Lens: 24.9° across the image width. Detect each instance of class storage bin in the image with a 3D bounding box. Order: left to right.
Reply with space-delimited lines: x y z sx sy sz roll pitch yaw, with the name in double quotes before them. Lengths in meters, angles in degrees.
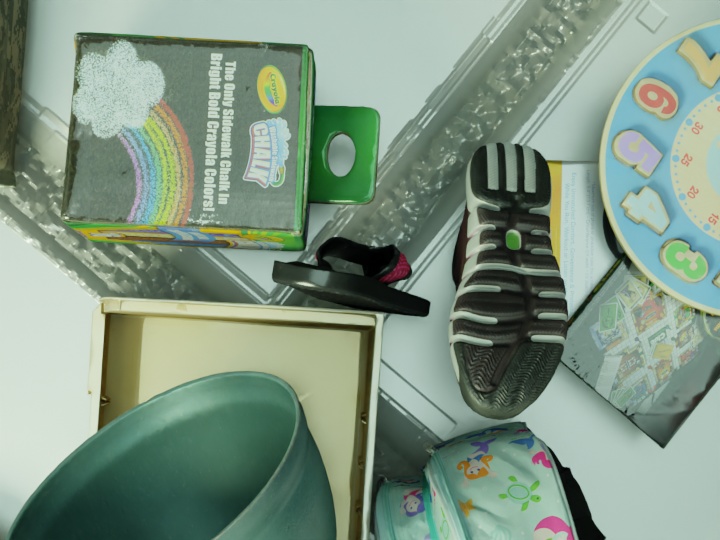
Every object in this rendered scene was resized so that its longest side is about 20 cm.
"storage bin" -0.089 0.124 1.098 0.196 0.094 0.202 4 87 -1

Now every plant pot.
"plant pot" -0.093 0.175 0.968 0.199 0.200 0.135 -31 114 -2

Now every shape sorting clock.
"shape sorting clock" 0.258 -0.069 1.082 0.198 0.039 0.202 0 87 -3

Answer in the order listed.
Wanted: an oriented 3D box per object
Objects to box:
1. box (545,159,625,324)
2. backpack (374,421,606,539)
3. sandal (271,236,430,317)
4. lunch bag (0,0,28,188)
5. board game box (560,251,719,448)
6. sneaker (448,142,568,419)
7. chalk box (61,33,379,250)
"box" 0.217 -0.014 1.139 0.198 0.041 0.121 2 87 -4
"backpack" 0.087 0.190 1.040 0.149 0.200 0.179 -15 88 -6
"sandal" 0.000 0.000 1.053 0.074 0.200 0.046 7 86 17
"lunch bag" -0.334 -0.147 1.098 0.198 0.118 0.166 4 88 5
"board game box" 0.227 0.010 1.107 0.105 0.023 0.200 40 87 2
"sneaker" 0.093 0.025 1.089 0.075 0.116 0.202 9 59 -1
"chalk box" -0.088 -0.081 1.087 0.198 0.124 0.126 4 86 -2
